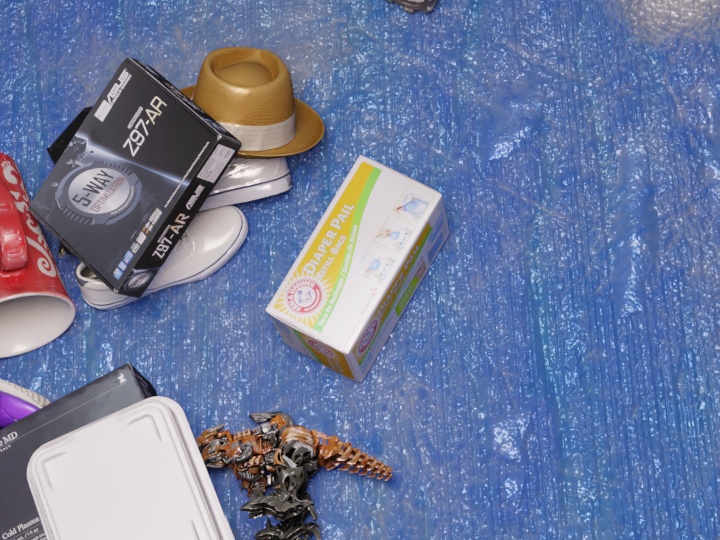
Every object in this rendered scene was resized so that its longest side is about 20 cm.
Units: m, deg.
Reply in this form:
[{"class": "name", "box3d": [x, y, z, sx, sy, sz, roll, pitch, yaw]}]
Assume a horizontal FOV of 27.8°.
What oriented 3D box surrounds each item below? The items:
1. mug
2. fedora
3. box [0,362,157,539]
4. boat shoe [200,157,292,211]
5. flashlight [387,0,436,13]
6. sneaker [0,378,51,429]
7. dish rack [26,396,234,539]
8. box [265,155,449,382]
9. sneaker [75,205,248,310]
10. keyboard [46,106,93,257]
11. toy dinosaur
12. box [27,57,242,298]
[{"class": "mug", "box3d": [-0.389, -0.033, 1.582, 0.177, 0.133, 0.200, -40, 59, 32]}, {"class": "fedora", "box3d": [-0.127, -0.191, 1.586, 0.200, 0.082, 0.201, 8, 28, -4]}, {"class": "box", "box3d": [-0.275, 0.228, 1.492, 0.200, 0.104, 0.182, -27, 70, -3]}, {"class": "boat shoe", "box3d": [-0.181, -0.110, 1.604, 0.202, 0.075, 0.086, -12, 103, 1]}, {"class": "flashlight", "box3d": [0.088, -0.399, 1.696, 0.068, 0.068, 0.200, 19, 74, 15]}, {"class": "sneaker", "box3d": [-0.423, 0.160, 1.561, 0.200, 0.070, 0.100, 12, 78, 16]}, {"class": "dish rack", "box3d": [-0.228, 0.230, 1.407, 0.171, 0.044, 0.200, -24, 69, -1]}, {"class": "box", "box3d": [0.000, 0.000, 1.536, 0.101, 0.113, 0.200, 27, 77, 16]}, {"class": "sneaker", "box3d": [-0.217, -0.017, 1.592, 0.200, 0.071, 0.073, -28, 69, -4]}, {"class": "keyboard", "box3d": [-0.307, -0.089, 1.622, 0.127, 0.021, 0.200, -46, 46, 9]}, {"class": "toy dinosaur", "box3d": [-0.075, 0.201, 1.487, 0.200, 0.102, 0.136, -12, 50, 26]}, {"class": "box", "box3d": [-0.237, -0.098, 1.517, 0.160, 0.044, 0.200, 41, 101, 27]}]
